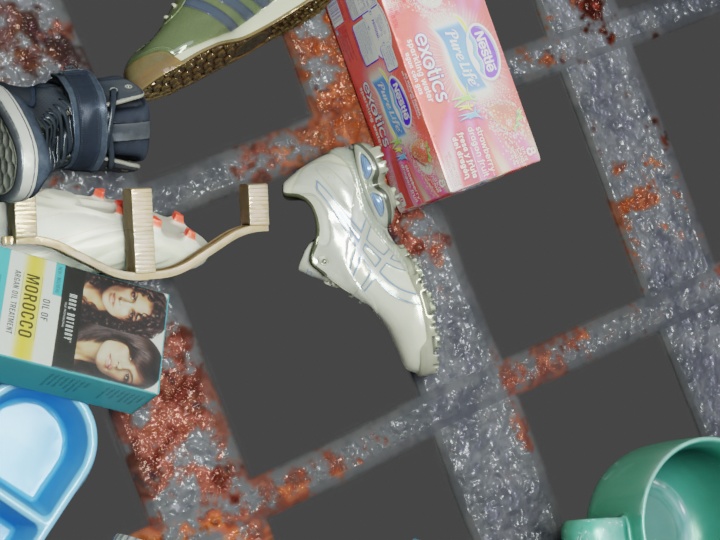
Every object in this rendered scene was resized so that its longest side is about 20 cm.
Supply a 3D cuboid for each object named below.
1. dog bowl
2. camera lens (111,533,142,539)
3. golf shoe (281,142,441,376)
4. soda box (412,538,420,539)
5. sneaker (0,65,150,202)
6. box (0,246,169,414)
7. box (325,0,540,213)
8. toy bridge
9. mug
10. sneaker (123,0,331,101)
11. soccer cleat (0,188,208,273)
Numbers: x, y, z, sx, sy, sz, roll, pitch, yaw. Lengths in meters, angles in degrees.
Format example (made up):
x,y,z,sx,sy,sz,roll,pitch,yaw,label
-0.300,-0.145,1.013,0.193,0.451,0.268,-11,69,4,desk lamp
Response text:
x,y,z,sx,sy,sz,roll,pitch,yaw,label
-0.264,0.160,1.035,0.111,0.050,0.201,38,71,-15,dog bowl
-0.145,0.305,1.006,0.159,0.160,0.201,26,73,-18,camera lens
0.000,0.000,1.172,0.097,0.078,0.201,-20,85,-7,golf shoe
0.122,0.285,1.167,0.199,0.064,0.069,19,106,-20,soda box
-0.208,-0.097,1.020,0.145,0.202,0.077,1,108,-27,sneaker
-0.237,0.036,1.015,0.199,0.049,0.083,17,60,-28,box
0.057,-0.162,1.191,0.094,0.103,0.201,-20,90,-24,box
-0.162,-0.027,1.048,0.199,0.027,0.068,-4,94,-25,toy bridge
0.255,0.213,1.216,0.185,0.114,0.153,35,66,-14,mug
-0.118,-0.215,1.148,0.200,0.067,0.090,-32,85,-22,sneaker
-0.211,-0.022,1.081,0.199,0.069,0.078,12,107,-28,soccer cleat
